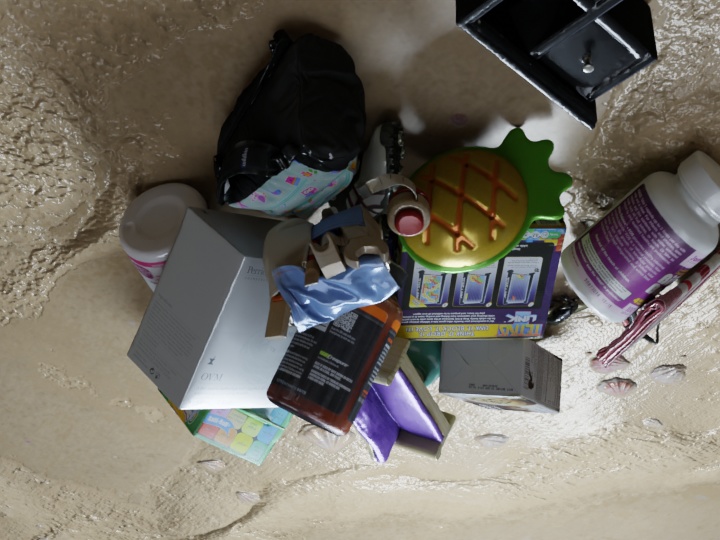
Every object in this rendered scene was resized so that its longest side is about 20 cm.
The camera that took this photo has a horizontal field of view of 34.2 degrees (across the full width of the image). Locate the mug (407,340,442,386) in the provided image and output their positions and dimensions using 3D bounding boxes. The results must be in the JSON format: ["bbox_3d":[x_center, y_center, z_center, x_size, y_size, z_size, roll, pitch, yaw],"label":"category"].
[{"bbox_3d":[0.041,0.086,1.547,0.150,0.115,0.186,-3,143,10],"label":"mug"}]

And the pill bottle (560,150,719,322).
[{"bbox_3d":[0.334,-0.040,1.334,0.112,0.113,0.200,29,123,-30],"label":"pill bottle"}]

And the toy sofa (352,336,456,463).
[{"bbox_3d":[0.040,0.168,1.461,0.082,0.098,0.201,12,150,33],"label":"toy sofa"}]

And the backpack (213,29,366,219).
[{"bbox_3d":[-0.076,-0.132,1.239,0.126,0.169,0.200,17,148,-25],"label":"backpack"}]

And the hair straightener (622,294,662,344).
[{"bbox_3d":[0.341,0.024,1.480,0.077,0.041,0.200,-30,123,18],"label":"hair straightener"}]

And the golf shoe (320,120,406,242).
[{"bbox_3d":[0.003,-0.096,1.344,0.087,0.078,0.201,13,143,1],"label":"golf shoe"}]

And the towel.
[{"bbox_3d":[0.377,0.032,1.411,0.023,0.199,0.144,49,142,13],"label":"towel"}]

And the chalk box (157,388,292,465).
[{"bbox_3d":[-0.169,0.174,1.595,0.124,0.200,0.124,33,92,-33],"label":"chalk box"}]

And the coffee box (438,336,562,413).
[{"bbox_3d":[0.191,0.139,1.560,0.112,0.081,0.200,1,168,24],"label":"coffee box"}]

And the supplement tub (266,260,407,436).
[{"bbox_3d":[-0.019,0.078,1.326,0.106,0.201,0.107,26,171,5],"label":"supplement tub"}]

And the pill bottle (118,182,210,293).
[{"bbox_3d":[-0.210,-0.004,1.454,0.112,0.114,0.201,-7,143,15],"label":"pill bottle"}]

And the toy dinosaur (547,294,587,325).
[{"bbox_3d":[0.253,0.052,1.540,0.198,0.048,0.088,-11,159,17],"label":"toy dinosaur"}]

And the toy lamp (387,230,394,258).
[{"bbox_3d":[0.000,0.000,1.488,0.058,0.059,0.199,30,138,-30],"label":"toy lamp"}]

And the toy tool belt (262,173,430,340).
[{"bbox_3d":[-0.013,-0.001,1.215,0.199,0.123,0.125,-25,125,17],"label":"toy tool belt"}]

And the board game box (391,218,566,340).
[{"bbox_3d":[0.135,0.003,1.412,0.198,0.057,0.167,0,126,-9],"label":"board game box"}]

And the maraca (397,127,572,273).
[{"bbox_3d":[0.133,-0.077,1.287,0.198,0.138,0.107,-26,167,1],"label":"maraca"}]

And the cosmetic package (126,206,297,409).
[{"bbox_3d":[-0.135,0.048,1.382,0.198,0.123,0.202,5,114,-49],"label":"cosmetic package"}]

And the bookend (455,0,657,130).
[{"bbox_3d":[0.224,-0.258,1.084,0.199,0.093,0.198,31,136,-32],"label":"bookend"}]
